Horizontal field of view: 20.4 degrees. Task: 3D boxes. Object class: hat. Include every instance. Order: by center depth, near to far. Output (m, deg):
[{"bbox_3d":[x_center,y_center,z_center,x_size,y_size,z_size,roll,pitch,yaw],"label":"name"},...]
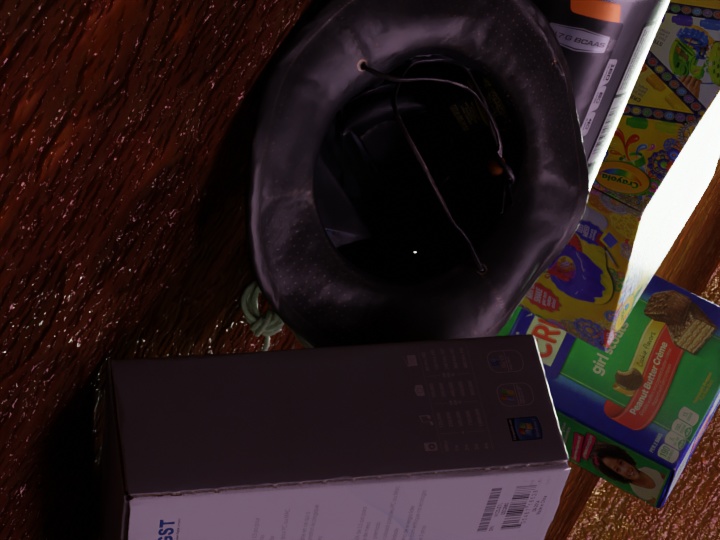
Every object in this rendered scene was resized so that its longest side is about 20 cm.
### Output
[{"bbox_3d":[0.012,-0.051,0.964,0.199,0.081,0.202,-4,96,-33],"label":"hat"}]

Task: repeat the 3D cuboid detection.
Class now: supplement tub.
[{"bbox_3d":[0.089,-0.123,1.050,0.122,0.122,0.201,-38,151,-59],"label":"supplement tub"}]

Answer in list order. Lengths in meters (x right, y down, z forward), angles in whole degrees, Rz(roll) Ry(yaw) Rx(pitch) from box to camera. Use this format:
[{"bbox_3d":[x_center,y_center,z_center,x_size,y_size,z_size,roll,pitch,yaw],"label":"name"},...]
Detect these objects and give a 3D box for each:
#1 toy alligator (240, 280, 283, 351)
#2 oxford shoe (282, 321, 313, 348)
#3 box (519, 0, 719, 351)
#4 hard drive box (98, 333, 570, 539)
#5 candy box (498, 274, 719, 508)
[{"bbox_3d":[-0.066,0.097,1.055,0.054,0.059,0.202,-142,-122,-69],"label":"toy alligator"},{"bbox_3d":[0.000,0.000,1.068,0.200,0.071,0.072,-20,127,-62],"label":"oxford shoe"},{"bbox_3d":[0.184,-0.085,1.469,0.193,0.121,0.200,-55,164,-25],"label":"box"},{"bbox_3d":[-0.019,0.110,0.931,0.156,0.198,0.077,103,-20,-49],"label":"hard drive box"},{"bbox_3d":[0.202,0.076,1.671,0.169,0.199,0.077,-55,163,-33],"label":"candy box"}]
